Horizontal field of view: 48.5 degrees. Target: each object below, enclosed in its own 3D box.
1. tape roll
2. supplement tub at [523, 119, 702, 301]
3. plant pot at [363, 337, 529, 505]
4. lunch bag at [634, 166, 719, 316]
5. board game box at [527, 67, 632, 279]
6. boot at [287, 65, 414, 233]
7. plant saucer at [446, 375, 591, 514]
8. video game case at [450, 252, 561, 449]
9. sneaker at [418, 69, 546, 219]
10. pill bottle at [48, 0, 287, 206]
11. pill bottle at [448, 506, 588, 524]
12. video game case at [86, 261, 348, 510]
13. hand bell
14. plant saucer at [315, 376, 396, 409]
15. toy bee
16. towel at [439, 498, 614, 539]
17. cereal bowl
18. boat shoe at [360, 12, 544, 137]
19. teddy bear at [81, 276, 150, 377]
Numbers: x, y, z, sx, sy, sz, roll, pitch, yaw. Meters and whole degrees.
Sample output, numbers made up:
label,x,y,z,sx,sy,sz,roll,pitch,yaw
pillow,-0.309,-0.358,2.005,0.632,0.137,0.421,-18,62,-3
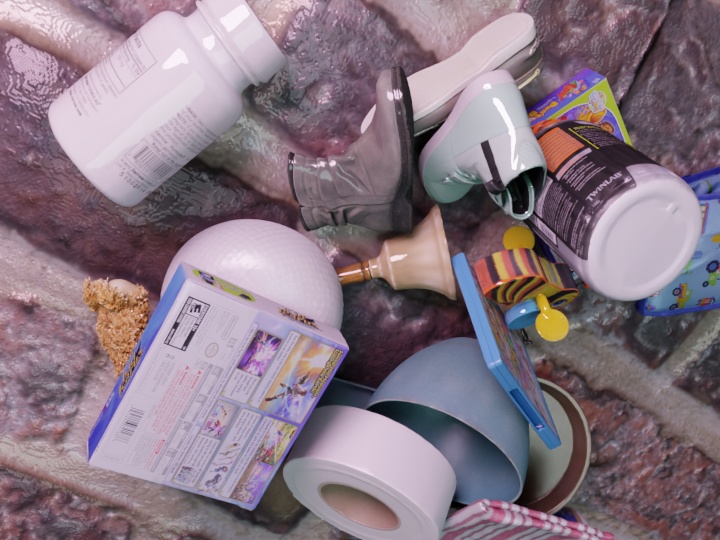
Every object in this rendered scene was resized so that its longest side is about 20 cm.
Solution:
label,x,y,z,sx,sy,sz,roll,pitch,yaw
tape roll,0.009,0.245,0.933,0.198,0.072,0.204,18,145,13
supplement tub,0.223,-0.069,0.772,0.120,0.201,0.125,-7,119,-12
plant pot,0.115,0.160,0.936,0.201,0.197,0.136,55,50,-30
lunch bag,0.403,-0.031,0.939,0.196,0.094,0.154,-12,120,-23
board game box,0.245,-0.102,0.905,0.133,0.045,0.201,-33,120,3
boot,-0.012,-0.103,0.773,0.127,0.069,0.202,1,141,3
plant saucer,0.203,0.232,1.041,0.195,0.029,0.205,-1,98,-4
video game case,0.159,0.090,0.864,0.018,0.145,0.200,-26,136,14
sneaker,0.117,-0.088,0.789,0.072,0.120,0.201,-14,160,-16
pill bottle,-0.167,-0.162,0.715,0.199,0.115,0.115,-37,120,5
pill bottle,0.210,0.381,1.100,0.196,0.120,0.122,10,114,-21
video game case,-0.135,0.117,0.764,0.179,0.046,0.202,25,102,-29
hand bell,0.000,0.000,0.878,0.195,0.105,0.106,-12,120,5
plant saucer,-0.053,0.153,0.966,0.197,0.019,0.071,19,110,-25
toy bee,0.200,0.010,0.892,0.107,0.200,0.133,-26,84,16
towel,0.187,0.327,0.957,0.196,0.030,0.147,19,139,-17
cereal bowl,-0.116,0.054,0.833,0.195,0.084,0.204,1,121,1
boat shoe,0.094,-0.177,0.807,0.199,0.073,0.061,-32,131,8
teddy bear,-0.226,0.094,0.817,0.067,0.143,0.204,-39,127,-36
